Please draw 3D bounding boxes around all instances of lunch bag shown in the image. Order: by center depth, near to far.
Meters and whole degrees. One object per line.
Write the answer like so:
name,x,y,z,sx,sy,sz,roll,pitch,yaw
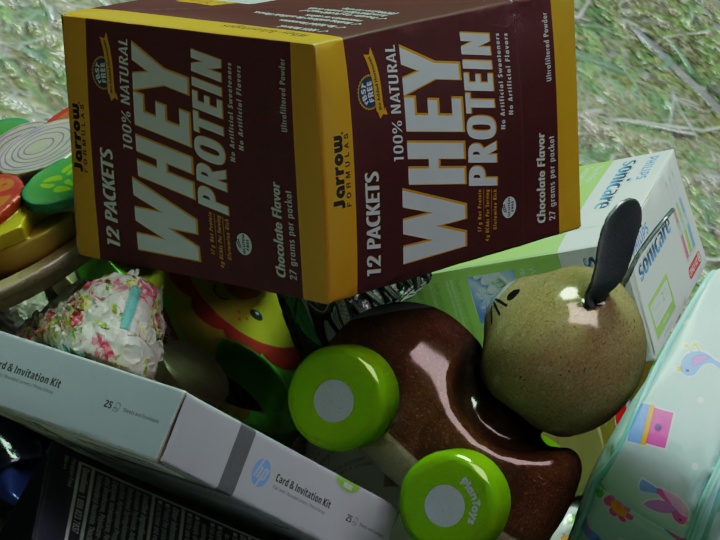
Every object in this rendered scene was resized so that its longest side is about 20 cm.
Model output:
lunch bag,0.181,0.101,1.572,0.077,0.200,0.161,29,58,12

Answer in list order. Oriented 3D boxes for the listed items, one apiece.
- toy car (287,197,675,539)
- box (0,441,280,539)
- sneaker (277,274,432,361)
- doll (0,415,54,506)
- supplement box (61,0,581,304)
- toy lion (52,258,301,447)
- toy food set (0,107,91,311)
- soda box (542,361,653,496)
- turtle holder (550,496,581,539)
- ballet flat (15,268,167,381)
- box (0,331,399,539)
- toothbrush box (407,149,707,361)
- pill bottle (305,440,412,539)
toy car,0.086,0.036,1.530,0.158,0.200,0.164,43,13,13
box,-0.100,0.222,1.453,0.198,0.123,0.200,24,33,-12
sneaker,0.000,0.000,1.719,0.200,0.085,0.078,-79,150,-57
doll,-0.189,0.098,1.606,0.200,0.049,0.136,39,22,16
supplement box,-0.020,-0.079,1.550,0.197,0.133,0.200,10,19,43
toy lion,-0.084,0.037,1.773,0.191,0.069,0.200,14,37,-39
toy food set,-0.215,-0.034,1.649,0.197,0.049,0.200,-25,26,-5
soda box,0.142,0.094,1.801,0.200,0.064,0.068,-15,93,-72
turtle holder,0.182,0.180,1.735,0.131,0.141,0.186,23,39,13
ballet flat,-0.145,0.035,1.597,0.075,0.200,0.064,22,79,-18
box,-0.095,0.092,1.493,0.156,0.041,0.200,15,-12,39
toothbrush box,0.100,0.003,1.832,0.086,0.199,0.146,70,25,-18
pill bottle,0.024,0.118,1.700,0.114,0.115,0.200,24,34,-14
